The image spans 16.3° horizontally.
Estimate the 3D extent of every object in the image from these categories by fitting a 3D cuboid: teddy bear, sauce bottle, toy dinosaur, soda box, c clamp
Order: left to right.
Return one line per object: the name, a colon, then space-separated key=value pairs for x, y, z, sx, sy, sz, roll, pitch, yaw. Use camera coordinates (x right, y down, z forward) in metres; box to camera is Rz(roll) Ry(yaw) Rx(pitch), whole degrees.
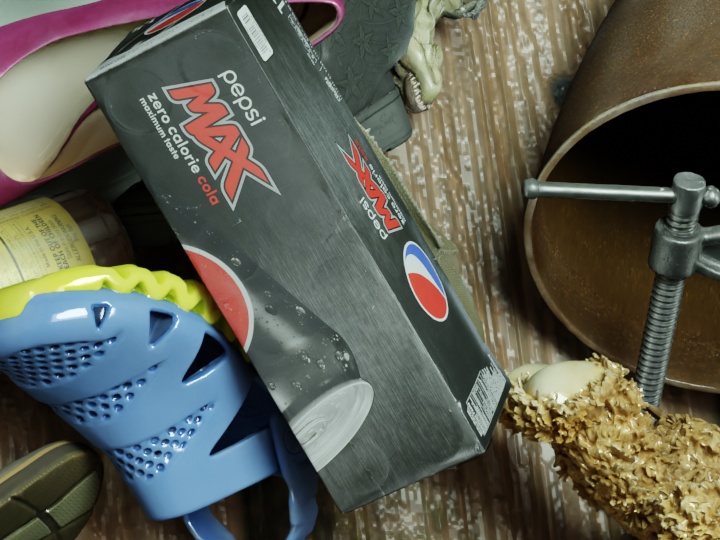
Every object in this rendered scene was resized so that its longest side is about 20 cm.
sauce bottle: x=-0.186 y=0.024 z=0.996 sx=0.200 sy=0.065 sz=0.065 roll=-21 pitch=82 yaw=-28
soda box: x=-0.022 y=-0.011 z=0.966 sx=0.200 sy=0.071 sz=0.063 roll=60 pitch=21 yaw=-13
toy dinosaur: x=0.065 y=-0.166 z=1.170 sx=0.047 sy=0.088 sz=0.200 roll=36 pitch=60 yaw=-9
teddy bear: x=0.135 y=0.100 z=1.047 sx=0.200 sy=0.145 sz=0.067 roll=35 pitch=80 yaw=-21
c clamp: x=0.152 y=0.040 z=1.105 sx=0.170 sy=0.200 sz=0.027 roll=-1 pitch=34 yaw=-1

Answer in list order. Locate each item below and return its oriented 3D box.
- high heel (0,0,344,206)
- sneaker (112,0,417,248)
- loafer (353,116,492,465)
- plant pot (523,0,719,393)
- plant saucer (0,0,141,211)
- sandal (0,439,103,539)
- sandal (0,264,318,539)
high heel: x=-0.101 y=-0.068 z=1.002 sx=0.200 sy=0.096 sz=0.067 roll=-29 pitch=119 yaw=-15
sneaker: x=-0.042 y=-0.087 z=1.091 sx=0.200 sy=0.060 sz=0.105 roll=-26 pitch=106 yaw=-40
loafer: x=0.000 y=0.000 z=1.061 sx=0.068 sy=0.076 sz=0.200 roll=-80 pitch=152 yaw=-47
plant pot: x=0.178 y=-0.079 z=1.153 sx=0.187 sy=0.187 sz=0.200 roll=27 pitch=43 yaw=-15
plant saucer: x=-0.146 y=-0.124 z=1.076 sx=0.200 sy=0.050 sz=0.201 roll=9 pitch=67 yaw=-23
sandal: x=-0.186 y=0.115 z=0.967 sx=0.200 sy=0.082 sz=0.055 roll=-31 pitch=65 yaw=-24
sandal: x=-0.072 y=0.059 z=0.992 sx=0.200 sy=0.079 sz=0.087 roll=29 pitch=57 yaw=-43
